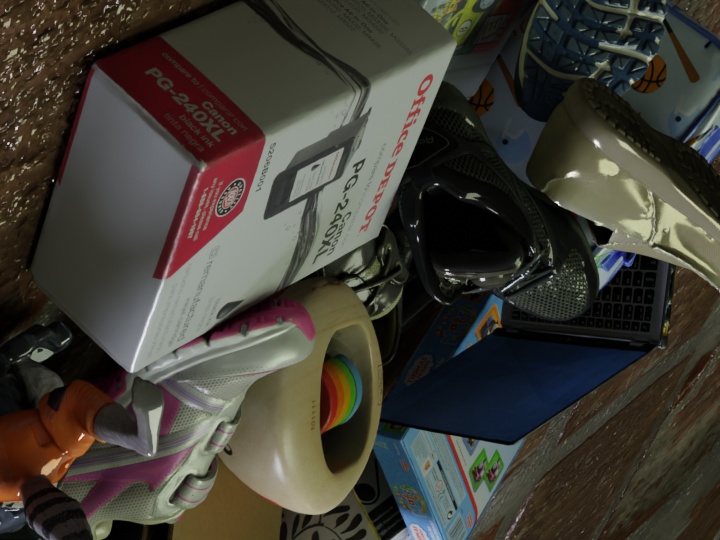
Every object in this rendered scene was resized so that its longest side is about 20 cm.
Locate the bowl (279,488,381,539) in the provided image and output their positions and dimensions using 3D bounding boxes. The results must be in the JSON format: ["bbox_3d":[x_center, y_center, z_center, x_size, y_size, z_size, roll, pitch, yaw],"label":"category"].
[{"bbox_3d":[-0.041,0.189,1.447,0.094,0.202,0.201,-28,157,-8],"label":"bowl"}]

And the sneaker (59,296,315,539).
[{"bbox_3d":[-0.101,0.084,1.141,0.199,0.089,0.081,-30,-171,19],"label":"sneaker"}]

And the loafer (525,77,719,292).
[{"bbox_3d":[0.164,-0.041,1.251,0.068,0.076,0.200,-36,132,21],"label":"loafer"}]

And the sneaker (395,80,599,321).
[{"bbox_3d":[0.078,-0.008,1.215,0.076,0.115,0.200,-25,135,18],"label":"sneaker"}]

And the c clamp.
[{"bbox_3d":[0.039,0.001,1.483,0.171,0.027,0.201,-35,155,-39],"label":"c clamp"}]

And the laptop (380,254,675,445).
[{"bbox_3d":[0.108,0.013,1.427,0.115,0.187,0.202,8,88,-30],"label":"laptop"}]

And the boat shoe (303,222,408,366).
[{"bbox_3d":[-0.001,0.001,1.339,0.072,0.066,0.201,-43,160,-16],"label":"boat shoe"}]

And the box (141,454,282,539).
[{"bbox_3d":[-0.081,0.101,1.280,0.200,0.021,0.165,44,50,-71],"label":"box"}]

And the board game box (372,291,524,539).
[{"bbox_3d":[0.083,0.093,1.585,0.201,0.036,0.152,-55,143,-30],"label":"board game box"}]

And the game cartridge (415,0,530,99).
[{"bbox_3d":[0.060,-0.168,1.211,0.133,0.041,0.201,-14,140,-53],"label":"game cartridge"}]

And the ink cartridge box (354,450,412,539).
[{"bbox_3d":[-0.045,0.203,1.573,0.200,0.094,0.044,-33,155,-38],"label":"ink cartridge box"}]

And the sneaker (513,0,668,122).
[{"bbox_3d":[0.142,-0.165,1.282,0.201,0.077,0.085,-61,-169,-22],"label":"sneaker"}]

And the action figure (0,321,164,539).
[{"bbox_3d":[-0.194,0.108,1.029,0.199,0.105,0.193,-34,-173,-21],"label":"action figure"}]

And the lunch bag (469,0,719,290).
[{"bbox_3d":[0.140,-0.085,1.347,0.200,0.160,0.076,-51,159,3],"label":"lunch bag"}]

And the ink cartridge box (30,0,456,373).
[{"bbox_3d":[-0.056,-0.058,1.084,0.199,0.083,0.146,-30,152,-43],"label":"ink cartridge box"}]

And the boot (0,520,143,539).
[{"bbox_3d":[-0.155,0.158,1.266,0.076,0.201,0.169,-20,-150,27],"label":"boot"}]

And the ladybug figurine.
[{"bbox_3d":[-0.039,0.072,1.250,0.200,0.071,0.137,-3,93,-74],"label":"ladybug figurine"}]
